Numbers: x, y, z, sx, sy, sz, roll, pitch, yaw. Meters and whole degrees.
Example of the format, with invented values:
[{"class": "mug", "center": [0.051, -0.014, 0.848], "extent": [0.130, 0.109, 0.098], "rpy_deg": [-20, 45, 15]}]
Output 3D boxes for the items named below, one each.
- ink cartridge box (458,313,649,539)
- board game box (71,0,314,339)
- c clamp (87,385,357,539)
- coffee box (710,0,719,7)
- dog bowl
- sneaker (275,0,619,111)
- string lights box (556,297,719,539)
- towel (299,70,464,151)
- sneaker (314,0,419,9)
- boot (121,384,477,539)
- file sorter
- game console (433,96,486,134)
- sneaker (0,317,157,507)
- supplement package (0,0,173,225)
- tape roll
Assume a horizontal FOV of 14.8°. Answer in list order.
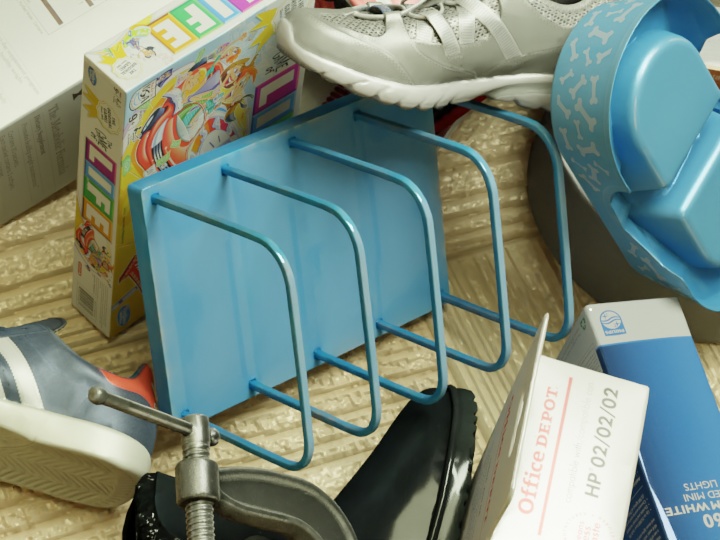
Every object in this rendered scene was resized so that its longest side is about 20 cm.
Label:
[{"class": "ink cartridge box", "center": [0.090, 0.125, 1.380], "extent": [0.067, 0.200, 0.116], "rpy_deg": [16, 54, -2]}, {"class": "board game box", "center": [-0.090, -0.068, 1.471], "extent": [0.134, 0.201, 0.034], "rpy_deg": [-36, 64, -30]}, {"class": "c clamp", "center": [-0.058, 0.163, 1.313], "extent": [0.170, 0.027, 0.201], "rpy_deg": [14, 59, -45]}, {"class": "coffee box", "center": [0.271, -0.282, 1.701], "extent": [0.199, 0.200, 0.198], "rpy_deg": [19, 53, 2]}, {"class": "dog bowl", "center": [0.164, -0.064, 1.465], "extent": [0.049, 0.200, 0.112], "rpy_deg": [12, 60, 41]}, {"class": "sneaker", "center": [0.048, -0.131, 1.446], "extent": [0.199, 0.083, 0.075], "rpy_deg": [-1, 20, -26]}, {"class": "string lights box", "center": [0.156, 0.127, 1.454], "extent": [0.059, 0.103, 0.201], "rpy_deg": [-5, 58, -20]}, {"class": "towel", "center": [-0.043, -0.113, 1.625], "extent": [0.199, 0.023, 0.144], "rpy_deg": [31, 53, 7]}, {"class": "sneaker", "center": [-0.002, -0.168, 1.566], "extent": [0.086, 0.074, 0.200], "rpy_deg": [-18, 34, -17]}, {"class": "boot", "center": [-0.034, 0.127, 1.426], "extent": [0.167, 0.077, 0.201], "rpy_deg": [16, 58, -4]}, {"class": "file sorter", "center": [0.000, 0.000, 1.442], "extent": [0.199, 0.140, 0.122], "rpy_deg": [-24, 29, -34]}, {"class": "game console", "center": [0.075, -0.175, 1.616], "extent": [0.119, 0.172, 0.200], "rpy_deg": [53, 50, -2]}, {"class": "sneaker", "center": [-0.200, 0.055, 1.446], "extent": [0.199, 0.075, 0.085], "rpy_deg": [20, 53, -10]}, {"class": "supplement package", "center": [-0.149, -0.138, 1.532], "extent": [0.199, 0.114, 0.110], "rpy_deg": [-33, 72, -14]}, {"class": "tape roll", "center": [0.200, -0.059, 1.615], "extent": [0.199, 0.066, 0.201], "rpy_deg": [6, 56, -9]}]
